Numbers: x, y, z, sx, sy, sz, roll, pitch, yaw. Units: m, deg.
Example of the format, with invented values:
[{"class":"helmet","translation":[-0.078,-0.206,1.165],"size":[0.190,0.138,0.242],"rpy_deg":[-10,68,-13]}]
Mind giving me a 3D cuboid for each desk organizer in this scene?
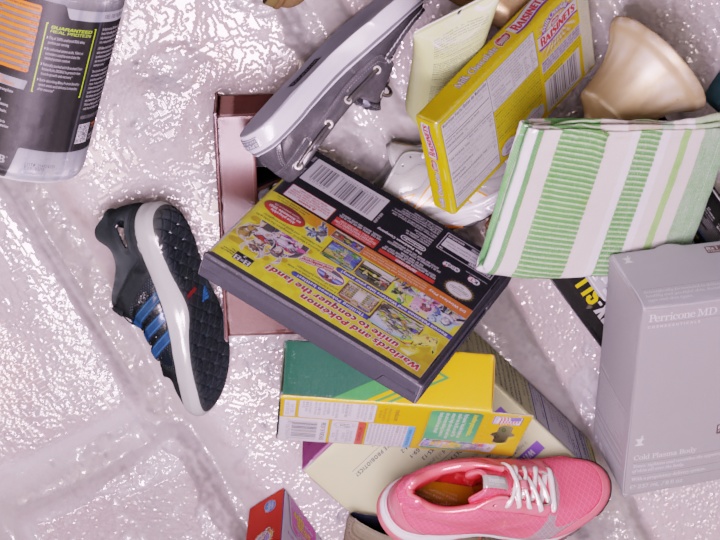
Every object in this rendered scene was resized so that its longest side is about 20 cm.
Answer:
[{"class":"desk organizer","translation":[-0.082,-0.047,1.598],"size":[0.077,0.072,0.201],"rpy_deg":[-2,110,-2]}]

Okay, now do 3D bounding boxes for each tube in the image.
[{"class":"tube","translation":[0.068,-0.168,1.494],"size":[0.052,0.200,0.058],"rpy_deg":[19,75,2]}]

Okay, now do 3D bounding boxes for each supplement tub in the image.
[{"class":"supplement tub","translation":[-0.261,-0.182,1.520],"size":[0.122,0.123,0.201],"rpy_deg":[16,109,-6]}]

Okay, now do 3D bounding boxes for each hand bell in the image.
[{"class":"hand bell","translation":[0.176,-0.100,1.531],"size":[0.200,0.104,0.104],"rpy_deg":[-46,105,-7]}]

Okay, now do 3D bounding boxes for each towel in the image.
[{"class":"towel","translation":[0.197,-0.059,1.517],"size":[0.199,0.023,0.153],"rpy_deg":[-4,126,-27]}]

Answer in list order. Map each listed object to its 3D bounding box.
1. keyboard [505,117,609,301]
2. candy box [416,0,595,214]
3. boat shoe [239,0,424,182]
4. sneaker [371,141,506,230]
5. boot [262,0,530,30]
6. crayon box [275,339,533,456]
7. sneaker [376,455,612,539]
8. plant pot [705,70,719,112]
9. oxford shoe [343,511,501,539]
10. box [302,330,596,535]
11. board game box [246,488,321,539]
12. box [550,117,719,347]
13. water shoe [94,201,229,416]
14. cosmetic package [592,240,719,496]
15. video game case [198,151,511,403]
[{"class":"keyboard","translation":[0.165,-0.069,1.562],"size":[0.056,0.011,0.200],"rpy_deg":[-41,103,-20]},{"class":"candy box","translation":[0.119,-0.145,1.497],"size":[0.200,0.026,0.102],"rpy_deg":[-46,142,-27]},{"class":"boat shoe","translation":[-0.009,-0.151,1.535],"size":[0.200,0.070,0.066],"rpy_deg":[-47,108,-17]},{"class":"sneaker","translation":[0.068,-0.078,1.590],"size":[0.200,0.076,0.092],"rpy_deg":[-26,98,4]},{"class":"boot","translation":[0.040,-0.242,1.494],"size":[0.200,0.066,0.176],"rpy_deg":[27,67,-9]},{"class":"crayon box","translation":[0.034,0.104,1.523],"size":[0.199,0.126,0.052],"rpy_deg":[5,69,-2]},{"class":"sneaker","translation":[0.117,0.188,1.553],"size":[0.199,0.087,0.074],"rpy_deg":[-5,69,-10]},{"class":"plant pot","translation":[0.386,-0.136,1.503],"size":[0.141,0.200,0.142],"rpy_deg":[29,108,-10]},{"class":"oxford shoe","translation":[0.082,0.234,1.600],"size":[0.199,0.070,0.075],"rpy_deg":[-3,103,-1]},{"class":"box","translation":[0.079,0.162,1.661],"size":[0.200,0.097,0.176],"rpy_deg":[43,104,-13]},{"class":"board game box","translation":[-0.045,0.302,1.654],"size":[0.040,0.200,0.153],"rpy_deg":[-31,107,10]},{"class":"box","translation":[0.251,-0.011,1.627],"size":[0.160,0.049,0.200],"rpy_deg":[-35,107,14]},{"class":"water shoe","translation":[-0.171,0.032,1.638],"size":[0.079,0.071,0.201],"rpy_deg":[0,114,29]},{"class":"cosmetic package","translation":[0.261,0.081,1.576],"size":[0.106,0.090,0.200],"rpy_deg":[-9,128,-10]},{"class":"video game case","translation":[0.000,0.000,1.495],"size":[0.200,0.181,0.026],"rpy_deg":[31,131,10]}]
